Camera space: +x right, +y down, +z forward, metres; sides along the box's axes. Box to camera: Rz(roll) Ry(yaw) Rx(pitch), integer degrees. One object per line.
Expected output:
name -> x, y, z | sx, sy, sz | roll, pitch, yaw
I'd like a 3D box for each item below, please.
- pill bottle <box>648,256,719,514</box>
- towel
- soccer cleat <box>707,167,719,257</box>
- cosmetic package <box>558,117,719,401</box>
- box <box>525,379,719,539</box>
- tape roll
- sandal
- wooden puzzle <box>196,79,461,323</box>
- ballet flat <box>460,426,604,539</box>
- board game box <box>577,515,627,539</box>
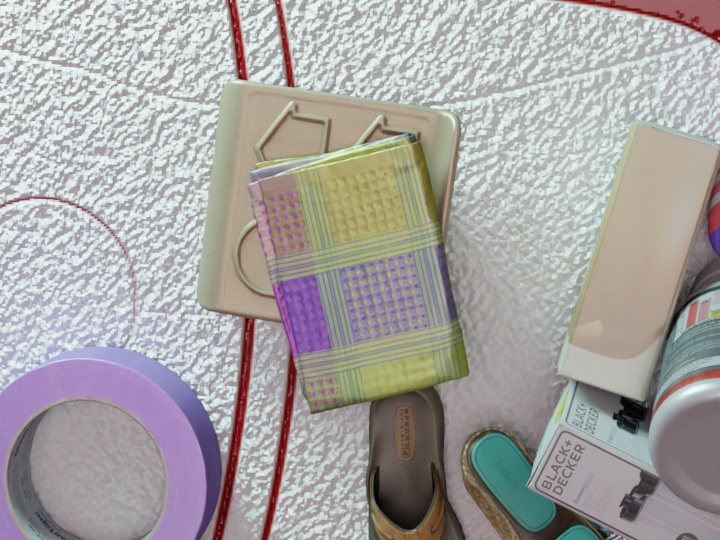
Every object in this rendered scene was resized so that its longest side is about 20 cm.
pill bottle -> 0.279, 0.077, 1.427 | 0.115, 0.201, 0.117 | 8, 124, 11
towel -> 0.000, 0.000, 1.507 | 0.142, 0.023, 0.202 | -13, 94, 12
soccer cleat -> 0.326, -0.095, 1.473 | 0.066, 0.076, 0.201 | 31, 99, 2
cosmetic package -> 0.214, -0.011, 1.484 | 0.070, 0.105, 0.202 | 17, 97, 5
box -> 0.232, 0.163, 1.462 | 0.199, 0.117, 0.061 | 27, 111, 5
tape roll -> -0.216, 0.166, 1.577 | 0.198, 0.066, 0.202 | 1, 96, 6
sandal -> 0.043, 0.185, 1.552 | 0.081, 0.055, 0.202 | -2, 96, 7
wooden puzzle -> -0.025, -0.047, 1.542 | 0.198, 0.046, 0.187 | 9, 97, 11
ballet flat -> 0.147, 0.211, 1.537 | 0.070, 0.065, 0.201 | -31, 86, -12
board game box -> 0.283, 0.189, 1.535 | 0.199, 0.028, 0.136 | -31, 92, 10
